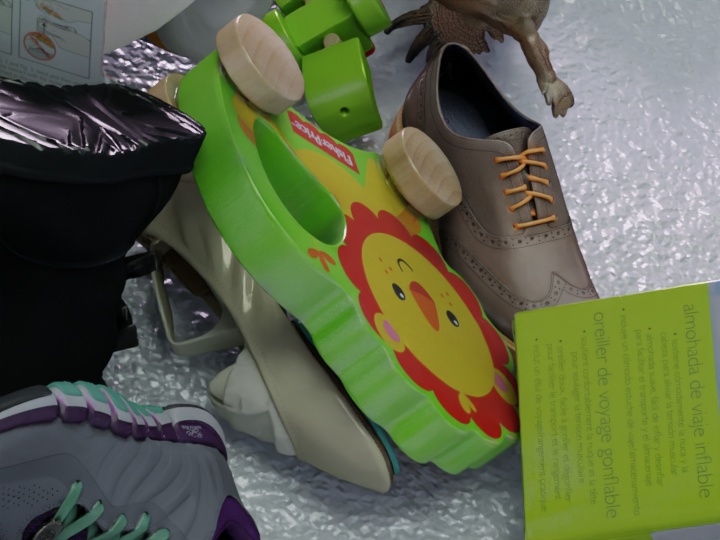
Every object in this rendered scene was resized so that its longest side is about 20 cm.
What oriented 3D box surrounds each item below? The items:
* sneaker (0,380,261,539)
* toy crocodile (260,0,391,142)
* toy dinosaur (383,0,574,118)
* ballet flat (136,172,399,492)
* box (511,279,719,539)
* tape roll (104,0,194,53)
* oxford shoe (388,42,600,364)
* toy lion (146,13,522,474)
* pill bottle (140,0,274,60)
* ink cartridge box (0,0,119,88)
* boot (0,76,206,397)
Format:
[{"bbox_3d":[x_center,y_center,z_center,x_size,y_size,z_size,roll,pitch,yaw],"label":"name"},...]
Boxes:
[{"bbox_3d":[-0.102,0.100,0.891,0.088,0.074,0.200,57,23,21],"label":"sneaker"},{"bbox_3d":[-0.030,-0.155,1.188,0.067,0.062,0.200,-30,51,6],"label":"toy crocodile"},{"bbox_3d":[0.054,-0.163,1.150,0.136,0.200,0.086,23,72,40],"label":"toy dinosaur"},{"bbox_3d":[-0.053,0.036,1.022,0.069,0.069,0.200,-15,54,-27],"label":"ballet flat"},{"bbox_3d":[0.172,0.065,0.985,0.200,0.048,0.122,-10,62,18],"label":"box"},{"bbox_3d":[-0.152,-0.196,1.033,0.202,0.071,0.203,-6,57,10],"label":"tape roll"},{"bbox_3d":[0.073,-0.030,1.100,0.071,0.073,0.200,-14,56,-26],"label":"oxford shoe"},{"bbox_3d":[0.000,0.000,1.007,0.200,0.069,0.192,32,31,-43],"label":"toy lion"},{"bbox_3d":[-0.144,-0.193,1.139,0.200,0.112,0.112,24,46,26],"label":"pill bottle"},{"bbox_3d":[-0.184,-0.096,0.985,0.162,0.200,0.057,17,39,7],"label":"ink cartridge box"},{"bbox_3d":[-0.143,0.005,0.895,0.073,0.163,0.198,29,13,16],"label":"boot"}]
